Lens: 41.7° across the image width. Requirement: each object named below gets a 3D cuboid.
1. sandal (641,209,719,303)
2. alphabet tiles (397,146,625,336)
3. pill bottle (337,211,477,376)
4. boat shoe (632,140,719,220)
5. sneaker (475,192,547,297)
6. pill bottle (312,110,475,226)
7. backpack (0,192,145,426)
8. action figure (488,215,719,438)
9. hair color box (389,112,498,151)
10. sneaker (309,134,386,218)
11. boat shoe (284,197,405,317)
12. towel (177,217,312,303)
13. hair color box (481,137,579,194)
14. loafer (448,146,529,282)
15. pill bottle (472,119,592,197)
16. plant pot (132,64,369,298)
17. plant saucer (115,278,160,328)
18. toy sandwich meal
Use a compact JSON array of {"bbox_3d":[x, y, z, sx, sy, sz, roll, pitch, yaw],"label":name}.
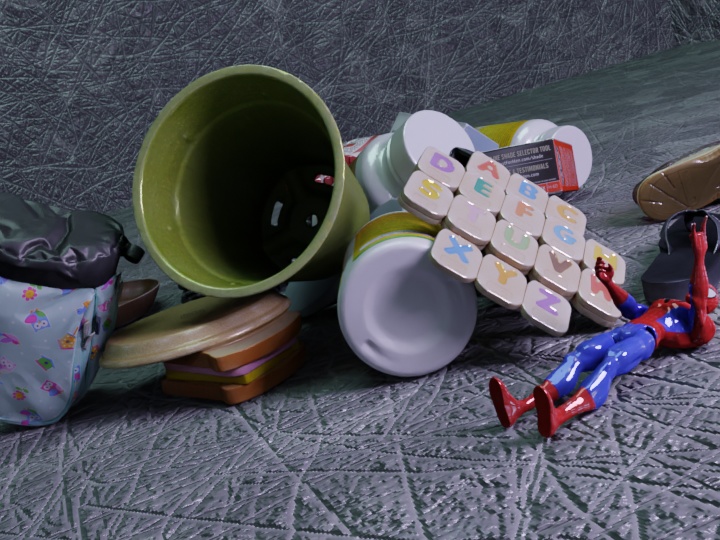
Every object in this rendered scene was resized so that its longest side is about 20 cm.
[{"bbox_3d":[0.294,-0.024,0.830,0.076,0.043,0.200,-9,14,26],"label":"sandal"},{"bbox_3d":[0.128,-0.031,0.774,0.199,0.015,0.196,30,35,0],"label":"alphabet tiles"},{"bbox_3d":[0.038,0.009,0.825,0.110,0.112,0.200,-14,12,4],"label":"pill bottle"},{"bbox_3d":[0.394,-0.113,1.039,0.199,0.074,0.065,-15,17,1],"label":"boat shoe"},{"bbox_3d":[0.156,-0.025,0.946,0.080,0.077,0.200,-20,8,22],"label":"sneaker"},{"bbox_3d":[0.036,-0.084,1.035,0.114,0.115,0.200,-24,-11,-37],"label":"pill bottle"},{"bbox_3d":[-0.305,0.041,0.881,0.166,0.201,0.127,16,31,2],"label":"backpack"},{"bbox_3d":[0.174,0.027,0.635,0.199,0.100,0.065,-19,14,-32],"label":"action figure"},{"bbox_3d":[0.093,-0.148,1.264,0.060,0.099,0.200,27,1,-27],"label":"hair color box"},{"bbox_3d":[-0.017,-0.119,1.183,0.199,0.078,0.082,-21,23,-30],"label":"sneaker"},{"bbox_3d":[0.000,-0.002,0.997,0.199,0.068,0.074,-39,38,29],"label":"boat shoe"},{"bbox_3d":[-0.120,-0.008,1.156,0.164,0.086,0.200,-13,12,13],"label":"towel"},{"bbox_3d":[0.192,-0.112,1.098,0.101,0.062,0.200,-9,2,20],"label":"hair color box"},{"bbox_3d":[0.111,-0.049,0.855,0.068,0.071,0.201,-30,29,12],"label":"loafer"},{"bbox_3d":[0.220,-0.151,1.322,0.112,0.113,0.199,-22,14,-31],"label":"pill bottle"},{"bbox_3d":[-0.076,-0.064,0.882,0.199,0.202,0.190,-11,-11,18],"label":"plant pot"},{"bbox_3d":[-0.362,0.058,1.270,0.199,0.035,0.200,-14,13,3],"label":"plant saucer"},{"bbox_3d":[-0.142,0.072,0.879,0.204,0.071,0.205,-16,9,3],"label":"toy sandwich meal"}]
